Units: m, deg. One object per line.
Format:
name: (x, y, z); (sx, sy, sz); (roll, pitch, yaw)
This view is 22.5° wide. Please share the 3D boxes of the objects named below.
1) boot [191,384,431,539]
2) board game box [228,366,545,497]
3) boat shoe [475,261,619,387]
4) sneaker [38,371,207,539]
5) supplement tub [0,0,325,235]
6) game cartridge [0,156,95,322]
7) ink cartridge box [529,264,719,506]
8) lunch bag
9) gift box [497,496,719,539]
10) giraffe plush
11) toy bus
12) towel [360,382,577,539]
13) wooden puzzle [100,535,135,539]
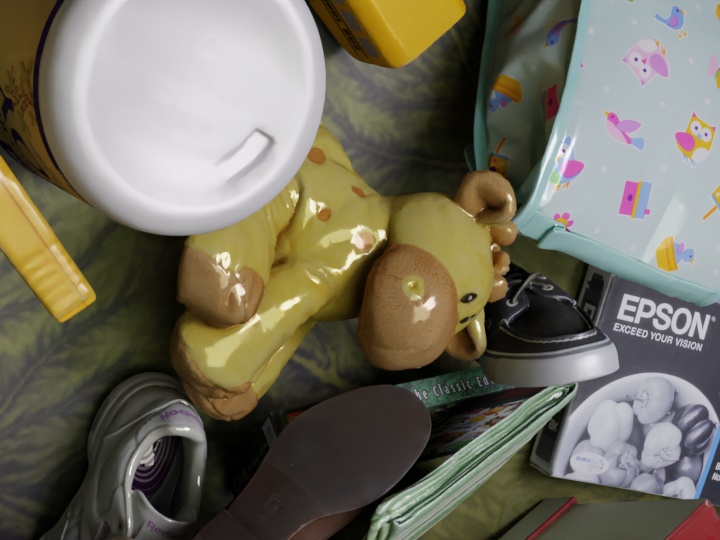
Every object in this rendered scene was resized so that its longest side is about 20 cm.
boot: (-0.049, 0.161, 1.082); (0.186, 0.200, 0.064); (-35, 74, -22)
board game box: (0.023, 0.098, 1.134); (0.199, 0.105, 0.024); (-10, 67, -25)
boat shoe: (0.095, 0.028, 1.094); (0.068, 0.200, 0.057); (-12, 100, -14)
sneaker: (-0.143, 0.162, 1.060); (0.075, 0.100, 0.201); (15, 96, -26)
supplement tub: (-0.120, -0.105, 0.930); (0.145, 0.200, 0.146); (-7, 105, -26)
game cartridge: (-0.207, -0.076, 0.907); (0.032, 0.176, 0.200); (-37, 116, -6)
ink cartridge box: (0.230, 0.059, 1.256); (0.198, 0.043, 0.201); (13, 96, -28)
lunch bag: (0.159, -0.088, 1.108); (0.170, 0.122, 0.201); (22, 64, -30)
gift box: (0.148, 0.271, 1.167); (0.184, 0.187, 0.200); (-28, 100, -35)
giraffe plush: (0.000, 0.000, 1.030); (0.162, 0.173, 0.200); (18, 70, 8)
toy bus: (-0.024, -0.214, 1.036); (0.065, 0.078, 0.200); (-41, 117, -12)
towel: (0.040, 0.139, 1.097); (0.152, 0.200, 0.023); (-33, 78, -27)
wooden puzzle: (-0.165, 0.236, 1.041); (0.185, 0.200, 0.037); (65, 28, -24)
